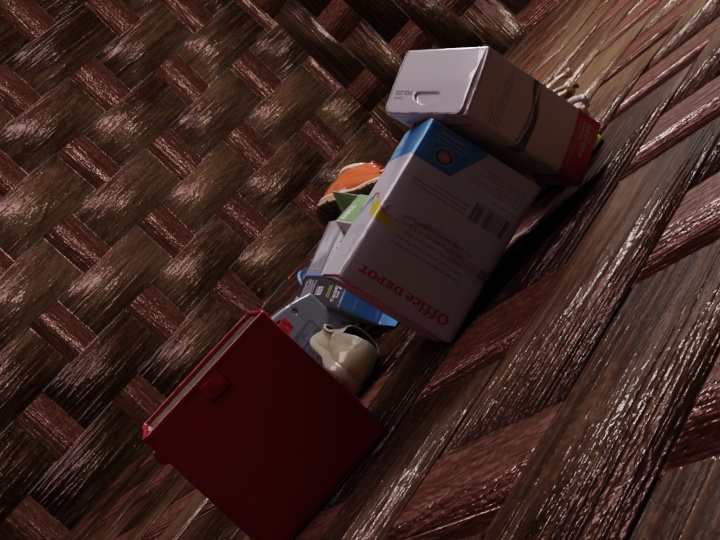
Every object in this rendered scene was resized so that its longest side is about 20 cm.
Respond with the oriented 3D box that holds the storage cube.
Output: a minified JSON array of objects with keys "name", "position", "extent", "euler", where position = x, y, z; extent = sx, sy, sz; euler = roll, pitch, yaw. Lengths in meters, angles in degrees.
[{"name":"storage cube","position":[-0.105,0.164,1.202],"extent":[0.200,0.180,0.171],"euler":[-47,6,-10]}]

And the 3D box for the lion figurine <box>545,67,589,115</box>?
[{"name":"lion figurine","position":[0.267,-0.228,1.654],"extent":[0.122,0.072,0.200],"euler":[-33,5,20]}]

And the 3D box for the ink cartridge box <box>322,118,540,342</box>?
[{"name":"ink cartridge box","position":[0.074,-0.041,1.279],"extent":[0.200,0.147,0.146],"euler":[-59,8,-5]}]

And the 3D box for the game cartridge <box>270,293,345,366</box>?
[{"name":"game cartridge","position":[-0.096,0.132,1.569],"extent":[0.200,0.133,0.040],"euler":[-50,13,-34]}]

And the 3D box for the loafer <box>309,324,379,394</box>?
[{"name":"loafer","position":[-0.014,0.107,1.481],"extent":[0.068,0.076,0.200],"euler":[-45,15,0]}]

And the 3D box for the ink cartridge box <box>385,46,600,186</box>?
[{"name":"ink cartridge box","position":[0.150,-0.173,1.291],"extent":[0.146,0.200,0.085],"euler":[12,81,53]}]

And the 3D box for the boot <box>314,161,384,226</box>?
[{"name":"boot","position":[0.028,-0.132,1.717],"extent":[0.200,0.075,0.107],"euler":[-9,40,37]}]

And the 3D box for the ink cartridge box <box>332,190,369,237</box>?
[{"name":"ink cartridge box","position":[0.034,-0.040,1.499],"extent":[0.200,0.104,0.059],"euler":[11,50,43]}]

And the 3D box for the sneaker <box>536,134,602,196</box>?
[{"name":"sneaker","position":[0.212,-0.133,1.438],"extent":[0.200,0.078,0.066],"euler":[-44,8,36]}]

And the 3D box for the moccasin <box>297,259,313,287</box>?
[{"name":"moccasin","position":[-0.039,0.013,1.813],"extent":[0.068,0.081,0.200],"euler":[-28,-8,16]}]

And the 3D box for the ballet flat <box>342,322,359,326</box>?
[{"name":"ballet flat","position":[-0.062,0.108,1.862],"extent":[0.200,0.069,0.069],"euler":[-35,12,37]}]

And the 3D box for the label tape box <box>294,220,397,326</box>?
[{"name":"label tape box","position":[0.000,0.000,1.640],"extent":[0.200,0.063,0.144],"euler":[1,65,58]}]
